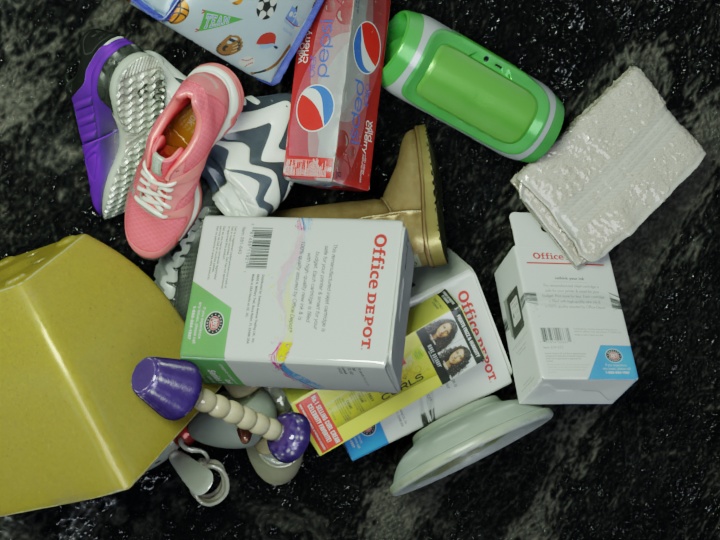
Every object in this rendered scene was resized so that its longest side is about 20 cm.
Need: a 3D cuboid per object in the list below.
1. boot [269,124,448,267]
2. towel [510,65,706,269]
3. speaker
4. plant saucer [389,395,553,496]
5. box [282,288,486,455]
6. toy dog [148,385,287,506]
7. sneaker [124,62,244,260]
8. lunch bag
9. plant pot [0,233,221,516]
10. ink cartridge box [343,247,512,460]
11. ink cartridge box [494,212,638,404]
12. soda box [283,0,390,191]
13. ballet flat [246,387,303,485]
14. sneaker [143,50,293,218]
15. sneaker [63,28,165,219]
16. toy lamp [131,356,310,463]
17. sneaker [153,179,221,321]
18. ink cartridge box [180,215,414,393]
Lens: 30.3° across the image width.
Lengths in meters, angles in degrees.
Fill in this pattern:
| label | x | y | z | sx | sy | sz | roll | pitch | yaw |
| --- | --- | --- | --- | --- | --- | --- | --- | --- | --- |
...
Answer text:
| label | x | y | z | sx | sy | sz | roll | pitch | yaw |
| --- | --- | --- | --- | --- | --- | --- | --- | --- | --- |
| boot | -0.016 | -0.062 | 1.361 | 0.197 | 0.177 | 0.066 | -9 | 142 | 10 |
| towel | 0.267 | -0.110 | 1.430 | 0.200 | 0.034 | 0.133 | -44 | 101 | -9 |
| speaker | 0.110 | -0.186 | 1.358 | 0.199 | 0.088 | 0.089 | 26 | 100 | -23 |
| plant saucer | 0.114 | 0.182 | 1.458 | 0.198 | 0.200 | 0.051 | -24 | 77 | -7 |
| box | 0.024 | 0.103 | 1.361 | 0.198 | 0.050 | 0.076 | -29 | 114 | -3 |
| toy dog | -0.158 | 0.174 | 1.363 | 0.132 | 0.096 | 0.200 | 41 | 114 | -8 |
| sneaker | -0.179 | -0.096 | 1.220 | 0.073 | 0.087 | 0.202 | 29 | 112 | 8 |
| lunch bag | -0.104 | -0.296 | 1.212 | 0.169 | 0.123 | 0.201 | 25 | 97 | -53 |
| plant pot | -0.284 | 0.085 | 1.254 | 0.194 | 0.194 | 0.202 | -14 | 109 | 29 |
| ink cartridge box | 0.045 | 0.088 | 1.435 | 0.198 | 0.084 | 0.147 | -25 | 113 | -6 |
| ink cartridge box | 0.217 | 0.041 | 1.445 | 0.114 | 0.202 | 0.067 | 2 | 150 | -17 |
| soda box | -0.022 | -0.181 | 1.289 | 0.070 | 0.063 | 0.203 | 9 | 88 | -58 |
| ballet flat | -0.092 | 0.152 | 1.428 | 0.069 | 0.070 | 0.202 | -10 | 112 | -12 |
| sneaker | -0.127 | -0.152 | 1.312 | 0.199 | 0.080 | 0.129 | 45 | 53 | 6 |
| sneaker | -0.243 | -0.146 | 1.279 | 0.069 | 0.099 | 0.201 | -32 | 150 | -40 |
| toy lamp | -0.130 | 0.129 | 1.241 | 0.199 | 0.058 | 0.058 | 32 | 98 | -42 |
| sneaker | -0.166 | 0.005 | 1.359 | 0.090 | 0.066 | 0.202 | 15 | 104 | -28 |
| ink cartridge box | -0.055 | 0.032 | 1.250 | 0.197 | 0.084 | 0.146 | 2 | 66 | 13 |
